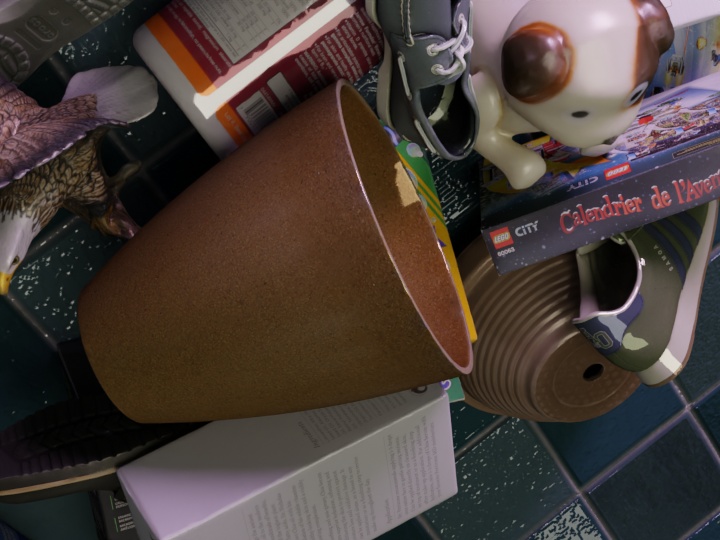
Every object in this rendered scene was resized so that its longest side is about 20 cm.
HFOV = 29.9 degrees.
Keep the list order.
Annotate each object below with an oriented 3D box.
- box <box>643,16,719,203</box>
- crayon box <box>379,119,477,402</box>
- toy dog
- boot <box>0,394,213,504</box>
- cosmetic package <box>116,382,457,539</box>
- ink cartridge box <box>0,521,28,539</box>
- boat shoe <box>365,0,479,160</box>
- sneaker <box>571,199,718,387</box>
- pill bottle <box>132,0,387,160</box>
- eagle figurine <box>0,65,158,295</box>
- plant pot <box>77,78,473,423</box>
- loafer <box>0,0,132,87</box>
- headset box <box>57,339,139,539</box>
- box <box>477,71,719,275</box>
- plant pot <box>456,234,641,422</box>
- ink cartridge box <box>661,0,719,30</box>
[{"bbox_3d":[0.239,-0.145,1.037,0.136,0.040,0.201,-6,115,-19],"label":"box"},{"bbox_3d":[0.000,0.000,0.928,0.125,0.052,0.201,-10,78,-21],"label":"crayon box"},{"bbox_3d":[0.123,-0.153,0.892,0.139,0.200,0.195,-9,117,-19],"label":"toy dog"},{"bbox_3d":[-0.142,0.150,0.887,0.199,0.077,0.139,-13,121,-17],"label":"boot"},{"bbox_3d":[-0.042,0.134,0.855,0.200,0.071,0.102,-25,134,-19],"label":"cosmetic package"},{"bbox_3d":[-0.316,0.226,0.954,0.136,0.076,0.200,-43,120,1],"label":"ink cartridge box"},{"bbox_3d":[0.048,-0.137,0.796,0.073,0.062,0.200,-37,156,-19],"label":"boat shoe"},{"bbox_3d":[0.198,-0.024,0.965,0.090,0.067,0.201,27,61,-25],"label":"sneaker"},{"bbox_3d":[-0.034,-0.163,0.844,0.200,0.110,0.110,-38,122,-2],"label":"pill bottle"},{"bbox_3d":[-0.203,-0.061,0.777,0.151,0.151,0.200,-26,158,15],"label":"eagle figurine"},{"bbox_3d":[-0.059,0.013,0.808,0.199,0.187,0.187,-24,122,12],"label":"plant pot"},{"bbox_3d":[-0.223,-0.161,0.830,0.200,0.070,0.075,-28,152,3],"label":"loafer"},{"bbox_3d":[-0.114,0.125,0.982,0.174,0.093,0.201,-14,117,-17],"label":"headset box"},{"bbox_3d":[0.182,-0.072,0.951,0.199,0.137,0.038,-20,113,13],"label":"box"},{"bbox_3d":[0.159,0.051,1.041,0.200,0.093,0.201,-11,129,-14],"label":"plant pot"},{"bbox_3d":[0.243,-0.261,0.950,0.199,0.050,0.161,-18,95,-11],"label":"ink cartridge box"}]
